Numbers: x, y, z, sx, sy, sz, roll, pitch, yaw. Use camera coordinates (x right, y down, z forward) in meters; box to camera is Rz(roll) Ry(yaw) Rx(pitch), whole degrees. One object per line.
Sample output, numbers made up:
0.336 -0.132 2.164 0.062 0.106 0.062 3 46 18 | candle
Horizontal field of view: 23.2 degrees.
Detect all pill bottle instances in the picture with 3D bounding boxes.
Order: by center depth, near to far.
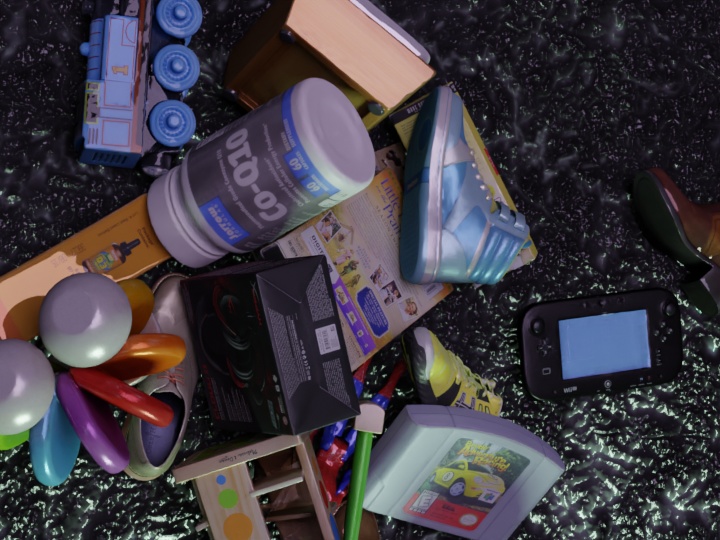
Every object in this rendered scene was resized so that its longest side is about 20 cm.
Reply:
-0.095 -0.086 1.629 0.114 0.199 0.114 40 35 -36 | pill bottle

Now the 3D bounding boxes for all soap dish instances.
-0.038 -0.189 1.692 0.157 0.200 0.082 38 61 -10 | soap dish

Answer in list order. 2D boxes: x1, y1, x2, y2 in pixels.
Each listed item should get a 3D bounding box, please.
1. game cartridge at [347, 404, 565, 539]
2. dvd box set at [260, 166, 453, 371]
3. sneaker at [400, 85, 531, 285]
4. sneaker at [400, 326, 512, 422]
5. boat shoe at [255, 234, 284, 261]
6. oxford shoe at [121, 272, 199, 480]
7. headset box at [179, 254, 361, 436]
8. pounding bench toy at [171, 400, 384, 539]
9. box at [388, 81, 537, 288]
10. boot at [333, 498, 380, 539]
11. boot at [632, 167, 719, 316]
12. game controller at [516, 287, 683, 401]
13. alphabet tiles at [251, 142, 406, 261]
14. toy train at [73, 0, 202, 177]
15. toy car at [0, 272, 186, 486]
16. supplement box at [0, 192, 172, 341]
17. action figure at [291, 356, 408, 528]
0.101 0.199 1.732 0.199 0.041 0.134 19 116 -31 | game cartridge
0.000 0.000 1.726 0.200 0.029 0.147 -37 102 -47 | dvd box set
0.112 -0.078 1.754 0.129 0.079 0.202 9 82 -16 | sneaker
0.096 0.118 1.735 0.076 0.076 0.201 -23 136 5 | sneaker
-0.069 -0.030 1.726 0.062 0.072 0.202 -16 86 -21 | boat shoe
-0.180 0.099 1.668 0.070 0.074 0.202 10 79 -20 | oxford shoe
-0.091 0.069 1.618 0.074 0.200 0.150 -15 96 -28 | headset box
-0.050 0.222 1.636 0.198 0.124 0.157 -19 90 5 | pounding bench toy
0.107 -0.089 1.810 0.075 0.050 0.201 -27 93 14 | box
-0.001 0.323 1.712 0.073 0.075 0.202 5 80 -20 | boot
0.410 -0.080 1.941 0.200 0.068 0.189 -41 98 -23 | boot
0.256 0.078 1.869 0.198 0.042 0.105 -6 85 -22 | game controller
-0.024 -0.053 1.790 0.199 0.008 0.169 -22 91 -24 | alphabet tiles
-0.216 -0.192 1.690 0.113 0.087 0.202 5 81 -16 | toy train
-0.242 0.108 1.560 0.200 0.175 0.150 -40 75 -1 | toy car
-0.271 0.004 1.649 0.199 0.069 0.067 -31 96 -21 | supplement box
-0.020 0.170 1.738 0.065 0.052 0.201 33 71 -11 | action figure
